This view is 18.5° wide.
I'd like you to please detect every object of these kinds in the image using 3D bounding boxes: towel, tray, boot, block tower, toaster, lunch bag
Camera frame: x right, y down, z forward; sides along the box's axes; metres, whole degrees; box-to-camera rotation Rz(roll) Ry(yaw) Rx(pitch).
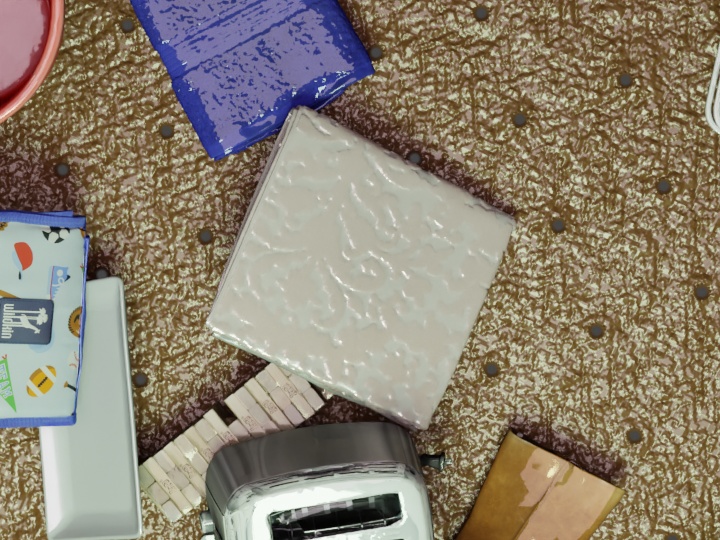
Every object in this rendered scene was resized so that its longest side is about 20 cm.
[{"bbox_3d":[-0.097,-0.203,1.713,0.147,0.050,0.200,-28,92,-4],"label":"towel"},{"bbox_3d":[-0.208,0.109,1.714,0.107,0.022,0.201,-8,85,41],"label":"tray"},{"bbox_3d":[0.146,0.251,1.725,0.188,0.068,0.200,34,92,12],"label":"boot"},{"bbox_3d":[0.000,0.000,1.685,0.200,0.032,0.191,27,77,-15],"label":"towel"},{"bbox_3d":[-0.089,0.118,1.722,0.200,0.058,0.054,-39,91,4],"label":"block tower"},{"bbox_3d":[-0.021,0.183,1.644,0.199,0.129,0.114,-8,102,-4],"label":"toaster"},{"bbox_3d":[-0.310,0.032,1.688,0.199,0.124,0.171,4,94,1],"label":"lunch bag"}]

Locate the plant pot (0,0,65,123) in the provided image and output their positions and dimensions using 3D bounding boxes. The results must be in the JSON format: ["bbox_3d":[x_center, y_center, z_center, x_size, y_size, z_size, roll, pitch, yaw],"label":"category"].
[{"bbox_3d":[-0.308,-0.191,1.650,0.200,0.177,0.201,0,94,1],"label":"plant pot"}]

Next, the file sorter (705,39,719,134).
[{"bbox_3d":[0.334,-0.153,1.626,0.124,0.200,0.139,12,93,3],"label":"file sorter"}]
